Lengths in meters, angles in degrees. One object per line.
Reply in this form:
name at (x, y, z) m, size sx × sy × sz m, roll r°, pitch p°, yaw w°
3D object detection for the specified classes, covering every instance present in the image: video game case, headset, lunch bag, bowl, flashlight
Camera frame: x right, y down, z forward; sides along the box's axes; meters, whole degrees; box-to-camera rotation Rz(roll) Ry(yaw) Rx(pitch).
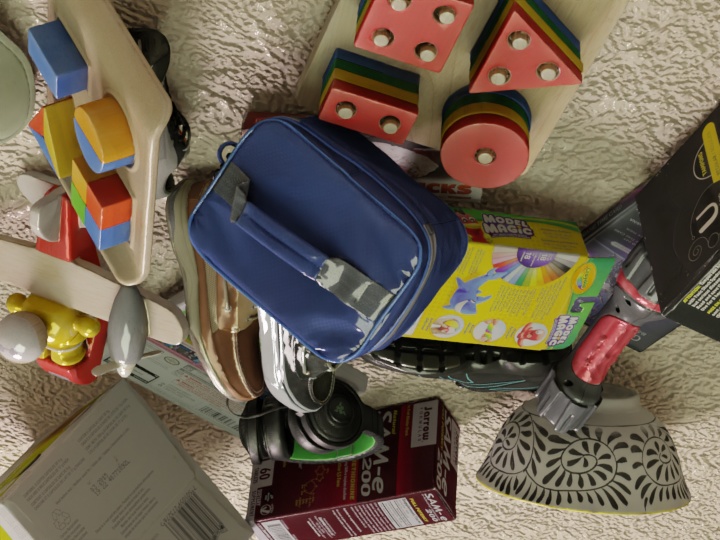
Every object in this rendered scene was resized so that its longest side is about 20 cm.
video game case at (0.255, -0.007, 1.742) m, size 0.143 × 0.019 × 0.200 m, roll 27°, pitch 137°, yaw -24°
headset at (-0.059, 0.126, 1.855) m, size 0.123 × 0.094 × 0.200 m, roll -13°, pitch 156°, yaw 26°
video game case at (-0.124, 0.089, 1.882) m, size 0.200 × 0.022 × 0.182 m, roll 32°, pitch 142°, yaw -28°
lunch bag at (-0.032, -0.033, 1.554) m, size 0.200 × 0.132 × 0.136 m, roll 38°, pitch 106°, yaw 12°
bowl at (0.210, 0.155, 1.863) m, size 0.200 × 0.201 × 0.095 m, roll 5°, pitch 98°, yaw -1°
flashlight at (0.218, 0.059, 1.730) m, size 0.068 × 0.068 × 0.200 m, roll -10°, pitch 141°, yaw -45°

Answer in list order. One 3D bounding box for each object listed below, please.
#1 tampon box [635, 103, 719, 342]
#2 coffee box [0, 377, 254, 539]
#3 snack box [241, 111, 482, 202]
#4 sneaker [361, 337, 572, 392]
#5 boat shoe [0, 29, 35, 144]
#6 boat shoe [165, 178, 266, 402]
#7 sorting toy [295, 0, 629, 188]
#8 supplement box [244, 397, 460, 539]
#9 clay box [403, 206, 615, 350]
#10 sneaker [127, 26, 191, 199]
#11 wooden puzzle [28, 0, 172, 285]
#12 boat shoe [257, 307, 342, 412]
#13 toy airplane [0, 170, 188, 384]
tampon box at (0.342, -0.016, 1.602) m, size 0.200 × 0.150 × 0.126 m, roll 24°, pitch 126°, yaw -23°
coffee box at (-0.265, 0.264, 1.924) m, size 0.200 × 0.200 × 0.198 m, roll 50°, pitch 136°, yaw -7°
snack box at (0.003, -0.093, 1.655) m, size 0.199 × 0.024 × 0.072 m, roll 3°, pitch 140°, yaw 1°
sneaker at (0.088, 0.081, 1.821) m, size 0.199 × 0.076 × 0.079 m, roll 6°, pitch 147°, yaw -7°
boat shoe at (-0.311, -0.173, 1.565) m, size 0.072 × 0.061 × 0.201 m, roll -41°, pitch 150°, yaw -13°
boat shoe at (-0.107, 0.017, 1.708) m, size 0.072 × 0.076 × 0.201 m, roll -8°, pitch 109°, yaw 18°
sorting toy at (0.073, -0.155, 1.518) m, size 0.198 × 0.070 × 0.200 m, roll 17°, pitch 134°, yaw -12°
supplement box at (-0.007, 0.198, 1.954) m, size 0.199 × 0.109 × 0.061 m, roll -13°, pitch 138°, yaw 20°
clay box at (0.101, 0.006, 1.685) m, size 0.199 × 0.048 × 0.115 m, roll 6°, pitch 132°, yaw -21°
sneaker at (-0.170, -0.124, 1.610) m, size 0.079 × 0.074 × 0.200 m, roll 1°, pitch 148°, yaw -14°
wooden puzzle at (-0.209, -0.111, 1.538) m, size 0.046 × 0.185 × 0.200 m, roll -17°, pitch 147°, yaw -26°
boat shoe at (-0.041, 0.059, 1.708) m, size 0.071 × 0.072 × 0.200 m, roll 16°, pitch 146°, yaw 21°
toy airplane at (-0.262, 0.016, 1.726) m, size 0.199 × 0.141 × 0.200 m, roll 48°, pitch 142°, yaw -16°
